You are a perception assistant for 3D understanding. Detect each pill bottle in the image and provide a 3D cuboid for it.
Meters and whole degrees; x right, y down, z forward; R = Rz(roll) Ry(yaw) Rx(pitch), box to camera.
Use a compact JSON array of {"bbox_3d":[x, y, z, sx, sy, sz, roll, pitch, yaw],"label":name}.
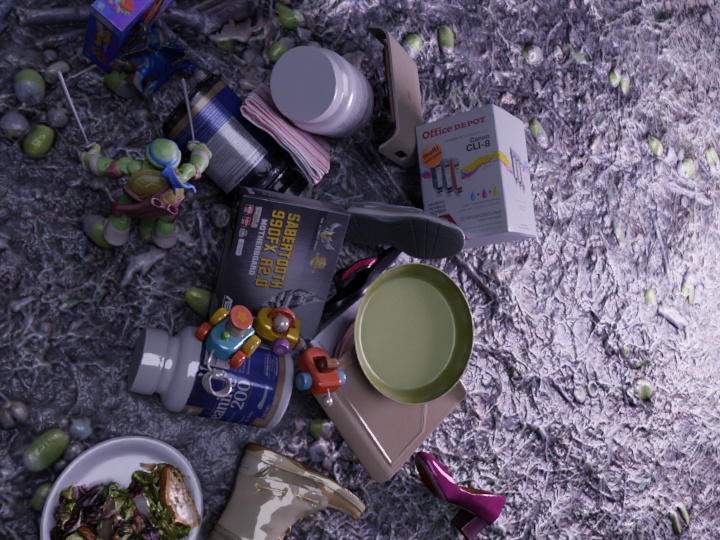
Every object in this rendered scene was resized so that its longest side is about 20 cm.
[{"bbox_3d":[-0.197,0.138,0.852,0.198,0.111,0.113,18,75,-25],"label":"pill bottle"},{"bbox_3d":[-0.172,-0.165,0.910,0.200,0.111,0.112,45,65,-16],"label":"pill bottle"},{"bbox_3d":[-0.052,-0.254,0.927,0.111,0.200,0.115,2,98,12],"label":"pill bottle"}]

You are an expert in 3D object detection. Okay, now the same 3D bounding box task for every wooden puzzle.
[{"bbox_3d":[0.045,0.176,0.950,0.199,0.037,0.186,-38,102,-22],"label":"wooden puzzle"}]

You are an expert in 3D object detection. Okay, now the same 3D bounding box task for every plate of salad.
[{"bbox_3d":[-0.294,0.314,0.812,0.197,0.048,0.204,4,82,-28],"label":"plate of salad"}]

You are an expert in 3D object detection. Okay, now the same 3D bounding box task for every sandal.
[{"bbox_3d":[0.000,0.000,1.004,0.200,0.075,0.045,-43,106,-34],"label":"sandal"}]

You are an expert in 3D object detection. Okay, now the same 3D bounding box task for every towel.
[{"bbox_3d":[-0.105,-0.203,0.929,0.030,0.201,0.146,-43,108,15],"label":"towel"}]

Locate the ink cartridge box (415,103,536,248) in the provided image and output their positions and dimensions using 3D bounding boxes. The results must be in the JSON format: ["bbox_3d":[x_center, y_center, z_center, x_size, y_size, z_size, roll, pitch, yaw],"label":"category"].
[{"bbox_3d":[0.190,-0.147,1.058,0.144,0.144,0.203,3,80,-57],"label":"ink cartridge box"}]

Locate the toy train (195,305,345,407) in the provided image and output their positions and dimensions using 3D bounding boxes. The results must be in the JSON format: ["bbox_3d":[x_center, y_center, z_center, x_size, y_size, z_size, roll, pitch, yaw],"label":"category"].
[{"bbox_3d":[-0.109,0.101,0.826,0.198,0.056,0.151,7,43,-37],"label":"toy train"}]

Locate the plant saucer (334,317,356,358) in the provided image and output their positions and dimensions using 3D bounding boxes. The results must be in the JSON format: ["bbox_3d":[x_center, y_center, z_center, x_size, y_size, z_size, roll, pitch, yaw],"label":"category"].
[{"bbox_3d":[0.041,0.154,0.985,0.198,0.034,0.204,4,82,-29],"label":"plant saucer"}]

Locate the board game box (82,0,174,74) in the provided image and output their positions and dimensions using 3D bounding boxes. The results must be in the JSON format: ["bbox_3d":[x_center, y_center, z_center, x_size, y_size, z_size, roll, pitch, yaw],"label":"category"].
[{"bbox_3d":[-0.287,-0.373,0.863,0.045,0.134,0.201,38,67,-18],"label":"board game box"}]

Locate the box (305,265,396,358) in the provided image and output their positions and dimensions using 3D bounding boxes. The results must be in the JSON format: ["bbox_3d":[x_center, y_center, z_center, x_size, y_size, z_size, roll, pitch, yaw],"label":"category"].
[{"bbox_3d":[0.022,0.109,1.019,0.200,0.036,0.145,-40,102,-25],"label":"box"}]

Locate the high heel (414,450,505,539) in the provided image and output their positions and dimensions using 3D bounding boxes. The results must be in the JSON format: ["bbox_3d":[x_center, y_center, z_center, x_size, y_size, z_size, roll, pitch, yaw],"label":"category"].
[{"bbox_3d":[0.162,0.341,1.043,0.096,0.067,0.201,-40,117,-17],"label":"high heel"}]

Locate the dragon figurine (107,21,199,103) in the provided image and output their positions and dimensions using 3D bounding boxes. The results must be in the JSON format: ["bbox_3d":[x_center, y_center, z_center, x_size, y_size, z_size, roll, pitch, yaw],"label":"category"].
[{"bbox_3d":[-0.273,-0.284,0.848,0.059,0.200,0.100,38,89,0],"label":"dragon figurine"}]

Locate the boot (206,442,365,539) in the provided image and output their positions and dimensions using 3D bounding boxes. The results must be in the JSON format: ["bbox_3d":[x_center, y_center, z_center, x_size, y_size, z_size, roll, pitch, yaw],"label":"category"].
[{"bbox_3d":[-0.101,0.350,0.896,0.199,0.073,0.157,32,69,-19],"label":"boot"}]

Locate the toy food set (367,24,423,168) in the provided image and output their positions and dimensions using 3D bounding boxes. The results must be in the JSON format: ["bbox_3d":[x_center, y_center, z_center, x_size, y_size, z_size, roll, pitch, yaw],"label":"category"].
[{"bbox_3d":[0.052,-0.281,1.053,0.143,0.060,0.203,9,74,-67],"label":"toy food set"}]

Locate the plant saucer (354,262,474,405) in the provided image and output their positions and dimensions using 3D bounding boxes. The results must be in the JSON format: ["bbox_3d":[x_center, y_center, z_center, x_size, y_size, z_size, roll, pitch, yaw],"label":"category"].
[{"bbox_3d":[0.075,0.091,0.933,0.197,0.031,0.204,2,86,-25],"label":"plant saucer"}]

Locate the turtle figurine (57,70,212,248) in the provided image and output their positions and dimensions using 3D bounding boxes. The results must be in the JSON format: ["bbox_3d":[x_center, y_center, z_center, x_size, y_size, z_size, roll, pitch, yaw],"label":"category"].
[{"bbox_3d":[-0.270,-0.130,0.818,0.200,0.195,0.143,46,47,11],"label":"turtle figurine"}]

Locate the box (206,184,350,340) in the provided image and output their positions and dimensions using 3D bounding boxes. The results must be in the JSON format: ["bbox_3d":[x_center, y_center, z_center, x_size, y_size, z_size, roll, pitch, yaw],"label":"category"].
[{"bbox_3d":[-0.116,-0.005,0.899,0.156,0.048,0.203,8,111,-26],"label":"box"}]

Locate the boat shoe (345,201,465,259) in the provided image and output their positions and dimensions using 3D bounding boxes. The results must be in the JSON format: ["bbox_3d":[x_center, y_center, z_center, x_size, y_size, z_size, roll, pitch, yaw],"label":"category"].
[{"bbox_3d":[0.065,-0.070,0.999,0.065,0.199,0.075,-64,158,-51],"label":"boat shoe"}]
